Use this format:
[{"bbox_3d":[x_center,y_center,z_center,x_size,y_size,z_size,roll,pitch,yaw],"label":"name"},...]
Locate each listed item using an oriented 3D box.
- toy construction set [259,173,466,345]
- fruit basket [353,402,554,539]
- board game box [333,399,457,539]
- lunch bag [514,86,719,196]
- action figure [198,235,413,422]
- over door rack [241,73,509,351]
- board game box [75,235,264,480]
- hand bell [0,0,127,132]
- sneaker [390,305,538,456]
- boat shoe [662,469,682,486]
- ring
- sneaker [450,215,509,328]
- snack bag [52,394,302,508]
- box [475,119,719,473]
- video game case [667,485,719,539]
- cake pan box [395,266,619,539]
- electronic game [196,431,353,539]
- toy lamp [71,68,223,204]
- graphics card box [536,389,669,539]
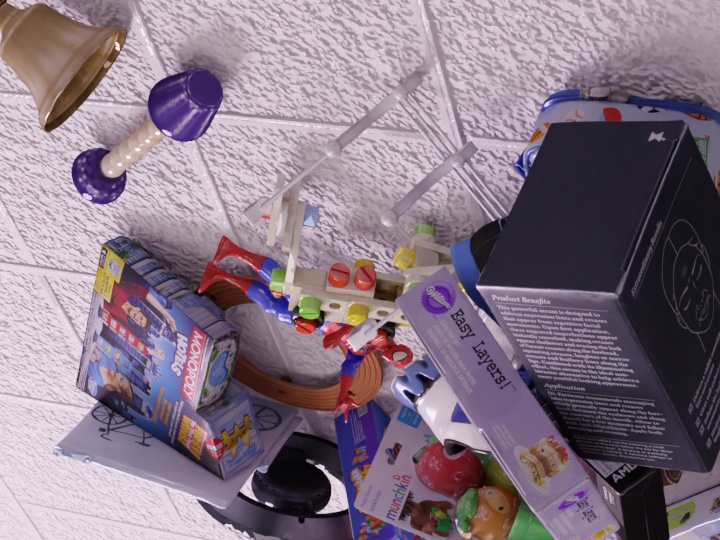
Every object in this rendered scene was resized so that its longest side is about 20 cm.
[{"bbox_3d":[0.000,0.000,1.485,0.200,0.092,0.131,22,148,5],"label":"toy construction set"},{"bbox_3d":[0.110,0.195,1.622,0.200,0.185,0.094,27,122,2],"label":"fruit basket"},{"bbox_3d":[0.041,0.231,1.687,0.045,0.200,0.134,-34,122,15],"label":"board game box"},{"bbox_3d":[0.201,-0.051,1.312,0.160,0.076,0.200,9,144,25],"label":"lunch bag"},{"bbox_3d":[-0.048,0.055,1.563,0.200,0.099,0.065,23,135,-9],"label":"action figure"},{"bbox_3d":[0.014,-0.036,1.376,0.200,0.067,0.148,-37,95,32],"label":"over door rack"},{"bbox_3d":[-0.169,0.091,1.677,0.200,0.062,0.200,38,136,20],"label":"board game box"},{"bbox_3d":[-0.294,-0.210,1.405,0.200,0.104,0.104,38,145,0],"label":"hand bell"},{"bbox_3d":[0.123,0.088,1.466,0.199,0.080,0.115,-45,66,32],"label":"sneaker"},{"bbox_3d":[0.256,0.117,1.507,0.074,0.076,0.200,2,142,24],"label":"boat shoe"},{"bbox_3d":[-0.071,0.067,1.688,0.200,0.019,0.201,17,146,12],"label":"ring"},{"bbox_3d":[0.149,0.022,1.330,0.078,0.070,0.200,-28,140,22],"label":"sneaker"},{"bbox_3d":[-0.174,0.160,1.735,0.188,0.200,0.021,17,117,11],"label":"snack bag"},{"bbox_3d":[0.184,0.019,1.214,0.107,0.149,0.200,3,142,35],"label":"box"},{"bbox_3d":[0.395,0.268,1.652,0.200,0.046,0.181,34,146,-14],"label":"video game case"},{"bbox_3d":[0.108,0.106,1.311,0.200,0.052,0.184,56,180,25],"label":"cake pan box"},{"bbox_3d":[-0.068,0.214,1.745,0.200,0.200,0.042,17,114,11],"label":"electronic game"},{"bbox_3d":[-0.176,-0.113,1.474,0.058,0.058,0.200,38,145,-19],"label":"toy lamp"},{"bbox_3d":[0.180,0.151,1.532,0.200,0.051,0.126,43,160,37],"label":"graphics card box"}]
